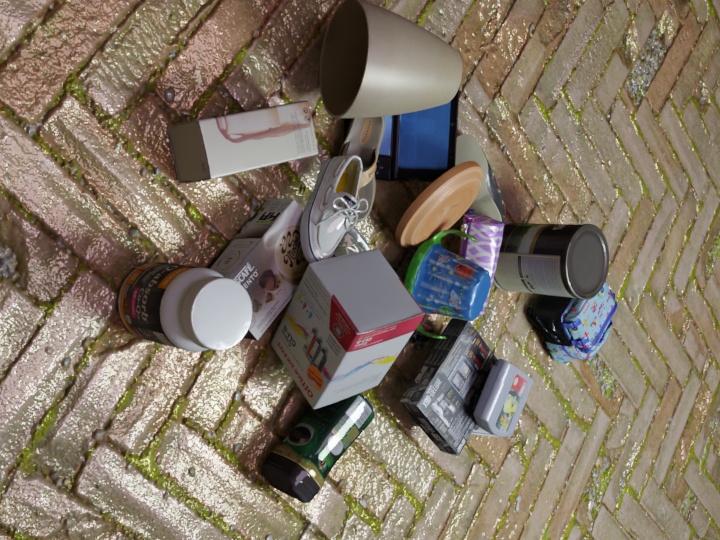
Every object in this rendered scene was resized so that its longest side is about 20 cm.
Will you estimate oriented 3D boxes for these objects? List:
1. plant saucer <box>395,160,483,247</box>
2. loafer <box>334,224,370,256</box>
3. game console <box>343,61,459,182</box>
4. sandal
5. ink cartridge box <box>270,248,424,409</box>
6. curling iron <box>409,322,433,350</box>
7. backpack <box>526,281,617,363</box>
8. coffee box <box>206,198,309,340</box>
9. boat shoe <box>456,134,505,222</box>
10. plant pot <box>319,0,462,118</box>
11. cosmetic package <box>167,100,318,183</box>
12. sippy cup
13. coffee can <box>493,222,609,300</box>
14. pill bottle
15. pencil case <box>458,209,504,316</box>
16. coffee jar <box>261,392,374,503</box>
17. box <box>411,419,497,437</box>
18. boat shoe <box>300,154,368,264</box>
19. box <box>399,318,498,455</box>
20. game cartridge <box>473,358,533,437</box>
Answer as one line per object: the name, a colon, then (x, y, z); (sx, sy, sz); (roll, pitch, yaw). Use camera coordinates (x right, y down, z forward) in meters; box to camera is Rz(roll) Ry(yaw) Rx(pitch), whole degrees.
plant saucer: (0.147, -0.112, 1.486); (0.200, 0.201, 0.032); (-30, 69, -35)
loafer: (0.000, 0.000, 1.439); (0.070, 0.075, 0.200); (-47, 117, -14)
game console: (0.070, -0.260, 1.438); (0.171, 0.118, 0.202); (1, 92, -41)
sandal: (0.000, -0.183, 1.394); (0.080, 0.054, 0.202); (13, 92, -10)
ink cartridge box: (-0.025, 0.093, 1.310); (0.144, 0.146, 0.201); (-15, 146, -38)
curling iron: (0.069, 0.096, 1.527); (0.199, 0.025, 0.050); (33, 69, -37)
backpack: (0.483, 0.112, 1.818); (0.183, 0.134, 0.201); (-48, 125, -26)
coffee box: (-0.154, -0.004, 1.290); (0.200, 0.079, 0.113); (-52, 124, -26)
boat shoe: (0.230, -0.172, 1.624); (0.203, 0.073, 0.063); (68, 24, -12)
plant pot: (0.059, -0.331, 1.347); (0.198, 0.187, 0.189); (3, 92, -26)
cosmetic package: (-0.175, -0.195, 1.244); (0.199, 0.103, 0.088); (-21, 105, -40)
sippy cup: (0.163, 0.027, 1.505); (0.140, 0.130, 0.179); (-44, 146, -45)
coffee can: (0.376, -0.022, 1.668); (0.146, 0.199, 0.148); (-4, 96, -41)
pill bottle: (-0.242, 0.050, 1.140); (0.116, 0.199, 0.118); (-3, 95, -41)
pencil case: (0.218, -0.011, 1.589); (0.085, 0.084, 0.202); (-3, 107, -39)
coffee jar: (-0.071, 0.285, 1.372); (0.200, 0.104, 0.086); (-50, 126, -26)
box: (0.197, 0.262, 1.630); (0.199, 0.060, 0.118); (17, 82, -40)
boat shoe: (-0.031, -0.099, 1.298); (0.075, 0.086, 0.203); (44, 48, -37)
box: (0.176, 0.216, 1.535); (0.158, 0.050, 0.201); (50, 61, -30)
game cartridge: (0.275, 0.250, 1.583); (0.134, 0.041, 0.200); (-63, 151, -4)
